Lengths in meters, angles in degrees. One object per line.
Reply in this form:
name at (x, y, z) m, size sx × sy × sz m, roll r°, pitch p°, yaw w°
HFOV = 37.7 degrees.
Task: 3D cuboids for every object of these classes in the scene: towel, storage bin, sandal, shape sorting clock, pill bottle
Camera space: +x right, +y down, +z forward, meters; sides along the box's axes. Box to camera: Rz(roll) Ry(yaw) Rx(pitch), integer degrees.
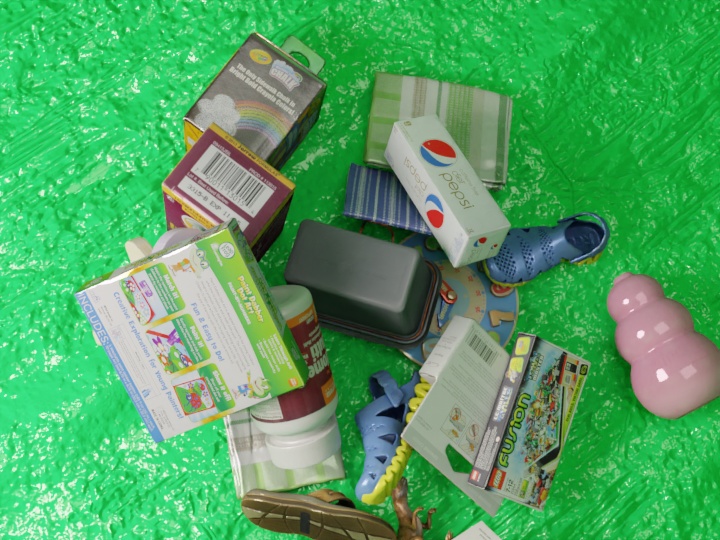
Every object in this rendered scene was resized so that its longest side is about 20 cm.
towel at (-0.104, 0.180, 1.351) m, size 0.148 × 0.031 × 0.202 m, roll -10°, pitch 79°, yaw -10°
storage bin at (0.000, 0.000, 1.330) m, size 0.198 × 0.134 × 0.147 m, roll 16°, pitch 78°, yaw 9°
sandal at (0.255, -0.036, 1.417) m, size 0.198 × 0.087 × 0.080 m, roll -18°, pitch 80°, yaw -19°
towel at (0.108, -0.193, 1.460) m, size 0.198 × 0.031 × 0.151 m, roll 10°, pitch 67°, yaw -5°
shape sorting clock at (0.119, 0.037, 1.413) m, size 0.198 × 0.039 × 0.202 m, roll 2°, pitch 77°, yaw -8°
sandal at (-0.048, 0.300, 1.305) m, size 0.198 × 0.081 × 0.054 m, roll 14°, pitch 40°, yaw 5°
towel at (0.075, -0.083, 1.399) m, size 0.198 × 0.145 × 0.024 m, roll 13°, pitch 120°, yaw -5°
sandal at (0.030, 0.201, 1.323) m, size 0.086 × 0.080 × 0.201 m, roll 22°, pitch 49°, yaw 5°
pill bottle at (-0.088, 0.128, 1.268) m, size 0.109 × 0.110 × 0.202 m, roll -18°, pitch 108°, yaw -12°

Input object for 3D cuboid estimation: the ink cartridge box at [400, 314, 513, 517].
ink cartridge box at (0.146, 0.185, 1.334) m, size 0.200 × 0.043 × 0.174 m, roll 44°, pitch 72°, yaw -28°

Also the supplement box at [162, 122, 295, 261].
supplement box at (-0.167, -0.078, 1.313) m, size 0.130 × 0.200 × 0.104 m, roll 36°, pitch 74°, yaw 1°

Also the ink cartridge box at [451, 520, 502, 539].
ink cartridge box at (0.107, 0.425, 1.269) m, size 0.199 × 0.083 × 0.148 m, roll -30°, pitch 113°, yaw -14°

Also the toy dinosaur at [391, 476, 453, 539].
toy dinosaur at (0.068, 0.365, 1.329) m, size 0.105 × 0.060 × 0.202 m, roll -4°, pitch 71°, yaw 20°

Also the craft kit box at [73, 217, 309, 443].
craft kit box at (-0.186, 0.070, 1.178) m, size 0.196 × 0.049 × 0.201 m, roll -20°, pitch 106°, yaw 15°

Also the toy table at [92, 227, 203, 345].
toy table at (-0.222, 0.046, 1.287) m, size 0.183 × 0.116 × 0.202 m, roll -14°, pitch 102°, yaw -42°

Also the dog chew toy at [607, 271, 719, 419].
dog chew toy at (0.398, 0.093, 1.404) m, size 0.124 × 0.125 × 0.201 m, roll -23°, pitch 74°, yaw -13°

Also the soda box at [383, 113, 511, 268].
soda box at (0.107, -0.104, 1.340) m, size 0.068 × 0.064 × 0.201 m, roll -15°, pitch 59°, yaw -25°

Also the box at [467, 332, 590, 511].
box at (0.215, 0.192, 1.335) m, size 0.109 × 0.035 × 0.202 m, roll 25°, pitch 81°, yaw -32°

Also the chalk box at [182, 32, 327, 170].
chalk box at (-0.127, -0.217, 1.394) m, size 0.124 × 0.124 × 0.201 m, roll 36°, pitch 74°, yaw 2°
